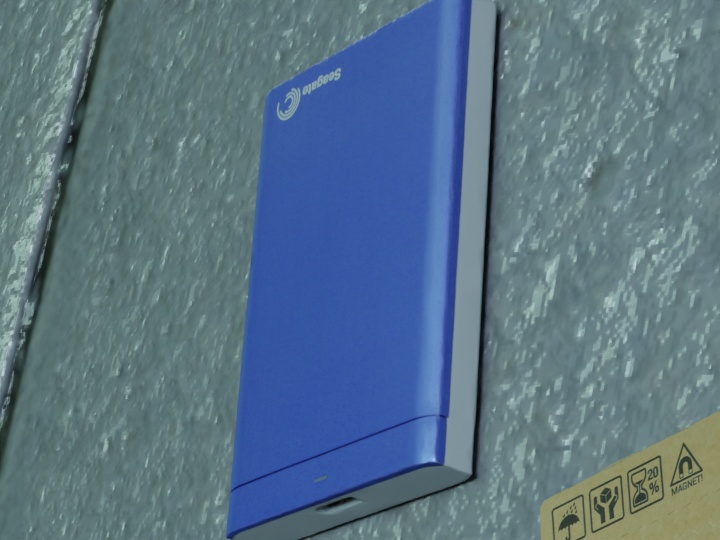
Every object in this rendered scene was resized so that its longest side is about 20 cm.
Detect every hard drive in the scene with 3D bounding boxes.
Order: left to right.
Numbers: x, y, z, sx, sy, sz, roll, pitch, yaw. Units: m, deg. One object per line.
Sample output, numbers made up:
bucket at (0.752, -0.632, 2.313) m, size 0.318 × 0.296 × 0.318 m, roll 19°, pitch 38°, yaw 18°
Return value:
hard drive at (0.000, 0.000, 1.036) m, size 0.132 × 0.025 × 0.201 m, roll -24°, pitch 53°, yaw 46°

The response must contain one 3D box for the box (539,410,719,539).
box at (0.132, 0.112, 0.792) m, size 0.200 × 0.021 × 0.165 m, roll -32°, pitch 48°, yaw 41°
